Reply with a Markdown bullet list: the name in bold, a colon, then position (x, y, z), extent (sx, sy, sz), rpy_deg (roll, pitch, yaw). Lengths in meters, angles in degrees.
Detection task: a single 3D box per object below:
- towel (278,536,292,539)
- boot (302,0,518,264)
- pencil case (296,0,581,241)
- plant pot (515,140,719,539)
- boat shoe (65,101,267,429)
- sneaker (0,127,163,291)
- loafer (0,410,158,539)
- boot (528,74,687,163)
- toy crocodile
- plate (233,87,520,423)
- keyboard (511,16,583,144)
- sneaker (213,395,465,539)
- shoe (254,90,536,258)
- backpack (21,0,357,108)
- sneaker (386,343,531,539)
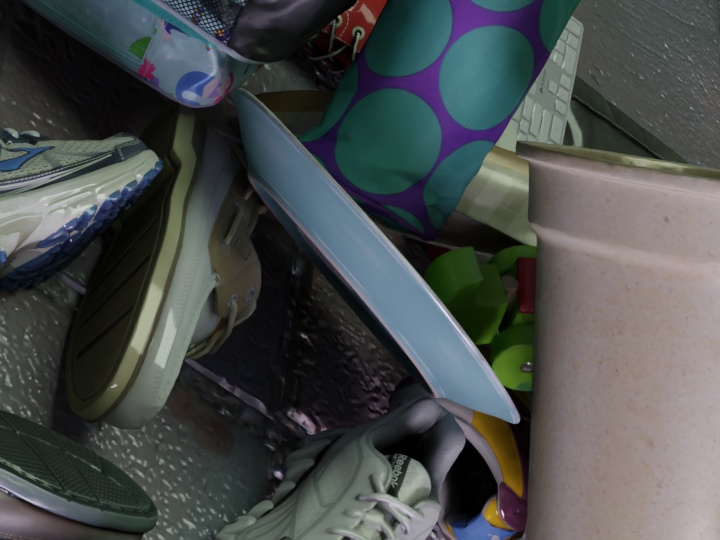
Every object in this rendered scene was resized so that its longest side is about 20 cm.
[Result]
- **towel**: position (-0.044, 0.232, 0.758), extent (0.200, 0.035, 0.193), rpy_deg (-39, 96, -30)
- **boot**: position (0.011, -0.095, 1.155), extent (0.144, 0.072, 0.200), rpy_deg (14, 56, -28)
- **pencil case**: position (0.046, -0.117, 1.003), extent (0.085, 0.200, 0.092), rpy_deg (25, 7, -47)
- **plant pot**: position (0.154, 0.048, 0.934), extent (0.200, 0.200, 0.184), rpy_deg (2, 98, -51)
- **boat shoe**: position (-0.078, 0.002, 0.936), extent (0.068, 0.075, 0.200), rpy_deg (36, 35, -21)
- **sneaker**: position (-0.158, -0.037, 0.873), extent (0.085, 0.077, 0.200), rpy_deg (53, 32, 4)
- **loafer**: position (-0.167, 0.083, 0.785), extent (0.200, 0.063, 0.072), rpy_deg (24, 12, -44)
- **boot**: position (0.142, -0.103, 1.313), extent (0.200, 0.073, 0.182), rpy_deg (24, 57, -29)
- **toy crocodile**: position (0.125, 0.026, 1.042), extent (0.200, 0.062, 0.068), rpy_deg (12, 49, -14)
- **plate**: position (0.000, 0.000, 0.956), extent (0.200, 0.026, 0.200), rpy_deg (49, -3, 4)
- **keyboard**: position (0.095, -0.068, 1.211), extent (0.056, 0.011, 0.200), rpy_deg (27, 66, -33)
- **sneaker**: position (-0.012, 0.120, 0.914), extent (0.075, 0.081, 0.200), rpy_deg (49, 35, -12)
- **shoe**: position (0.031, -0.044, 1.080), extent (0.200, 0.070, 0.053), rpy_deg (17, 71, -1)
- **backpack**: position (-0.090, -0.184, 0.997), extent (0.200, 0.151, 0.178), rpy_deg (37, 26, 0)
- **sneaker**: position (0.088, 0.128, 1.051), extent (0.200, 0.075, 0.090), rpy_deg (47, 41, 0)
